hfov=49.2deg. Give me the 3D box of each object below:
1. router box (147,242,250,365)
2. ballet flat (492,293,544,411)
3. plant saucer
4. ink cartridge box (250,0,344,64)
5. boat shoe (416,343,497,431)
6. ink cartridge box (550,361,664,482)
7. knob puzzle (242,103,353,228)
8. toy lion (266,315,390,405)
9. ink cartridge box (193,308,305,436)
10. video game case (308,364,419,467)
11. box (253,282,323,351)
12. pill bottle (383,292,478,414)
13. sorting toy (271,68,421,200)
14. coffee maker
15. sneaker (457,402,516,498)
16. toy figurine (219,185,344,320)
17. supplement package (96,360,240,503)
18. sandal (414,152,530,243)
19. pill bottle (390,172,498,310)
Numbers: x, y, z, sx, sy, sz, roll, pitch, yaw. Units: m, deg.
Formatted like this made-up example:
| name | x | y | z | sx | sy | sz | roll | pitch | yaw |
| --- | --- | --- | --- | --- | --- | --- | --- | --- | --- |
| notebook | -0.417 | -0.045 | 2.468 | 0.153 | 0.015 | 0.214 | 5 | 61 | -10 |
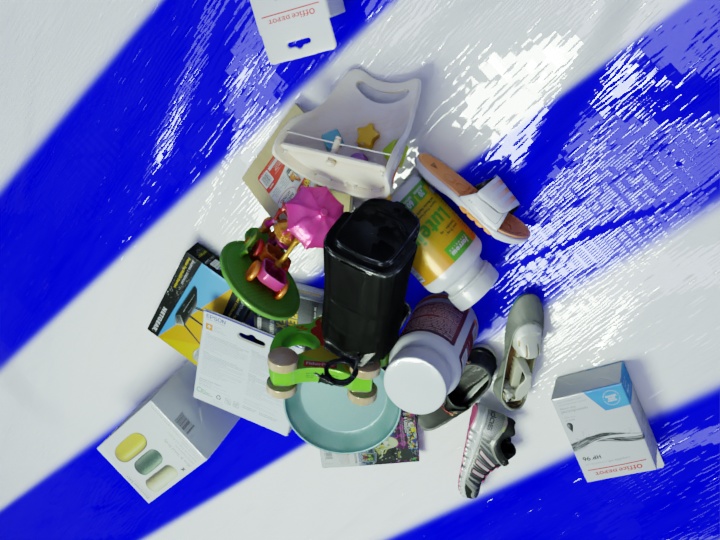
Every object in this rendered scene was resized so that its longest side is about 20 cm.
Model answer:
| name | x | y | z | sx | sy | sz | roll | pitch | yaw |
| --- | --- | --- | --- | --- | --- | --- | --- | --- | --- |
| router box | -0.284 | 0.071 | 1.424 | 0.148 | 0.051 | 0.201 | 34 | 121 | 1 |
| ballet flat | 0.257 | 0.133 | 1.233 | 0.066 | 0.064 | 0.202 | -2 | 121 | -16 |
| plant saucer | -0.030 | 0.217 | 1.317 | 0.197 | 0.036 | 0.203 | 1 | 116 | 3 |
| ink cartridge box | -0.097 | -0.409 | 1.112 | 0.114 | 0.068 | 0.203 | -7 | 111 | 24 |
| boat shoe | 0.152 | 0.206 | 1.315 | 0.073 | 0.063 | 0.202 | 37 | 123 | -2 |
| ink cartridge box | 0.393 | 0.258 | 1.240 | 0.115 | 0.068 | 0.202 | -19 | 106 | 28 |
| knob puzzle | -0.081 | -0.133 | 1.251 | 0.217 | 0.030 | 0.223 | 11 | 110 | 31 |
| toy lion | -0.041 | 0.121 | 1.229 | 0.197 | 0.192 | 0.069 | 4 | 120 | -2 |
| ink cartridge box | -0.194 | 0.173 | 1.387 | 0.197 | 0.041 | 0.202 | 21 | 121 | 11 |
| video game case | 0.008 | 0.253 | 1.373 | 0.178 | 0.036 | 0.203 | -5 | 116 | 6 |
| box | -0.109 | 0.123 | 1.384 | 0.156 | 0.048 | 0.203 | 13 | 118 | 16 |
| pill bottle | 0.109 | 0.126 | 1.212 | 0.113 | 0.200 | 0.116 | 8 | 116 | 17 |
| sorting toy | 0.005 | -0.206 | 1.127 | 0.198 | 0.107 | 0.182 | 17 | 77 | 30 |
| coffee maker | 0.010 | 0.031 | 1.096 | 0.133 | 0.194 | 0.201 | 6 | 139 | 2 |
| sneaker | 0.217 | 0.316 | 1.332 | 0.086 | 0.074 | 0.202 | 11 | 121 | 10 |
| toy figurine | -0.096 | -0.056 | 1.180 | 0.149 | 0.201 | 0.184 | 35 | 119 | -22 |
| supplement package | -0.365 | 0.308 | 1.509 | 0.152 | 0.151 | 0.200 | 48 | 121 | -6 |
| sandal | 0.171 | -0.118 | 1.146 | 0.206 | 0.079 | 0.059 | 38 | 124 | 3 |
| pill bottle | 0.113 | -0.039 | 1.186 | 0.200 | 0.111 | 0.111 | 46 | 121 | -4 |
